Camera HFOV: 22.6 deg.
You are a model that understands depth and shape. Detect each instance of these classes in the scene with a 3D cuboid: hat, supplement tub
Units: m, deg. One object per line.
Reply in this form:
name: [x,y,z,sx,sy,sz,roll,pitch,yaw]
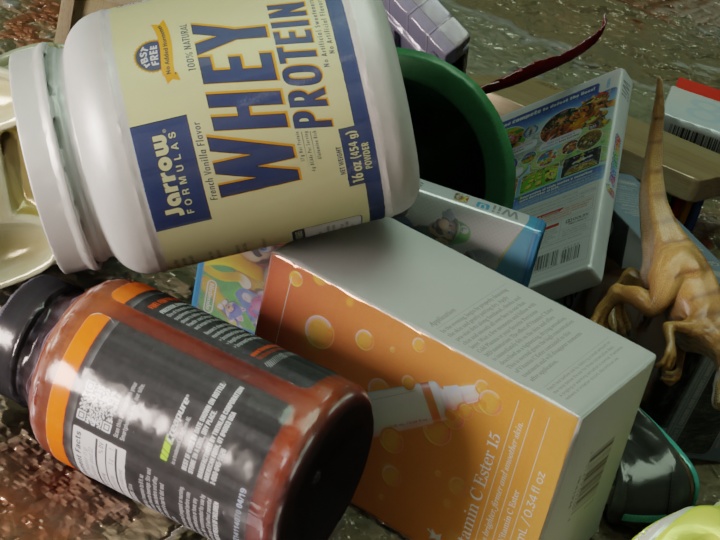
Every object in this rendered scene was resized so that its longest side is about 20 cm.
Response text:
hat: [0.055,-0.080,1.226,0.198,0.167,0.176,1,14,20]
supplement tub: [-0.078,-0.081,0.978,0.198,0.146,0.145,-14,32,-2]
supplement tub: [-0.099,0.071,0.951,0.199,0.108,0.107,24,30,20]

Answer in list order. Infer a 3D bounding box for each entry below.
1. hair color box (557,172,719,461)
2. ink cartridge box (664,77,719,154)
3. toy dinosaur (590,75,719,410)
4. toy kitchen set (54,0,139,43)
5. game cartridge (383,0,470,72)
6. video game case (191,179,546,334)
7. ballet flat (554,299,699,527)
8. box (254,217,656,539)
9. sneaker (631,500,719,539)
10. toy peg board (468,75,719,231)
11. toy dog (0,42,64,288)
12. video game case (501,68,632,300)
hair color box: [0.183,0.024,1.175,0.060,0.100,0.200,8,27,-31]
ink cartridge box: [0.347,-0.129,1.589,0.159,0.048,0.200,19,31,8]
toy dinosaur: [0.185,0.000,1.083,0.060,0.106,0.201,15,50,-50]
toy kitchen set: [-0.144,-0.266,1.459,0.162,0.182,0.201,12,32,-8]
game cartridge: [0.028,-0.179,1.375,0.130,0.038,0.200,44,-9,11]
video game case: [0.000,0.000,1.089,0.198,0.144,0.018,19,35,7]
ballet flat: [0.127,0.081,1.092,0.068,0.068,0.200,-13,37,-21]
box: [0.043,0.069,1.005,0.199,0.125,0.097,28,31,24]
sneaker: [0.234,0.161,0.984,0.199,0.076,0.105,-26,57,-25]
toy peg board: [0.171,-0.067,1.373,0.199,0.098,0.199,26,14,19]
toy dog: [-0.175,-0.092,1.159,0.192,0.141,0.200,-14,12,13]
video game case: [0.107,-0.044,1.200,0.018,0.142,0.201,49,37,-29]
